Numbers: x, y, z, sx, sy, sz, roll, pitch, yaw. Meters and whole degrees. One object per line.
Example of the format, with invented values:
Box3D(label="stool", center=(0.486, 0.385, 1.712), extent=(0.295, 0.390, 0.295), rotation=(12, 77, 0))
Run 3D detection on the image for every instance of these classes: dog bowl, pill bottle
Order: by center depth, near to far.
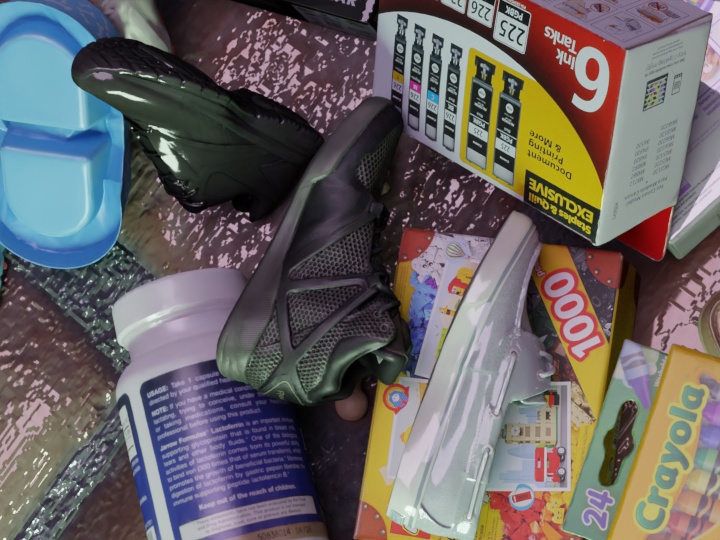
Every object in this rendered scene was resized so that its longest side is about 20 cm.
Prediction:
Box3D(label="pill bottle", center=(-0.096, 0.108, 1.272), extent=(0.115, 0.116, 0.202), rotation=(-18, 75, 13))
Box3D(label="dog bowl", center=(-0.209, -0.100, 1.328), extent=(0.110, 0.050, 0.201), rotation=(8, 123, 12))

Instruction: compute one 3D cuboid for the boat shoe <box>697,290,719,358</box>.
Box3D(label="boat shoe", center=(0.282, 0.085, 1.187), extent=(0.071, 0.064, 0.200), rotation=(-43, 71, 6))

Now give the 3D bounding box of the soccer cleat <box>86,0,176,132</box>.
Box3D(label="soccer cleat", center=(-0.168, -0.185, 1.333), extent=(0.069, 0.078, 0.202), rotation=(15, 119, 21))

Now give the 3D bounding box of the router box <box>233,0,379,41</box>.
Box3D(label="router box", center=(-0.050, -0.263, 1.361), extent=(0.199, 0.052, 0.158), rotation=(17, 85, 19))

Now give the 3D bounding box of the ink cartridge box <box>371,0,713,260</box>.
Box3D(label="ink cartridge box", center=(0.104, -0.106, 1.199), extent=(0.199, 0.084, 0.177), rotation=(33, 133, 36))

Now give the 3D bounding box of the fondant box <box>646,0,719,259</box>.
Box3D(label="fondant box", center=(0.193, -0.131, 1.259), extent=(0.144, 0.058, 0.200), rotation=(-41, 72, 6))

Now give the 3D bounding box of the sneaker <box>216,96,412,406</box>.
Box3D(label="sneaker", center=(0.001, -0.005, 1.210), extent=(0.114, 0.076, 0.201), rotation=(24, 80, 14))

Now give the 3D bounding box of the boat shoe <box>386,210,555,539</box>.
Box3D(label="boat shoe", center=(0.079, 0.067, 1.176), extent=(0.071, 0.070, 0.202), rotation=(21, 86, 2))

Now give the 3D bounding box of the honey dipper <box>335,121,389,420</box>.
Box3D(label="honey dipper", center=(0.000, 0.000, 1.307), extent=(0.038, 0.038, 0.202), rotation=(-1, 82, 17))

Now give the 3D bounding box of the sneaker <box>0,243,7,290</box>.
Box3D(label="sneaker", center=(-0.288, -0.052, 1.372), extent=(0.079, 0.095, 0.202), rotation=(1, 80, 16))

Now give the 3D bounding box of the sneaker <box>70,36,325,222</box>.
Box3D(label="sneaker", center=(-0.112, -0.087, 1.281), extent=(0.091, 0.199, 0.076), rotation=(-59, 40, 9))

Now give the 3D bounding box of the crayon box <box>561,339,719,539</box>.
Box3D(label="crayon box", center=(0.227, 0.126, 1.131), extent=(0.198, 0.052, 0.127), rotation=(18, 84, 15))

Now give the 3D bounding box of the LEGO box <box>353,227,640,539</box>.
Box3D(label="LEGO box", center=(0.089, 0.084, 1.240), extent=(0.148, 0.077, 0.202), rotation=(6, 82, 18))
